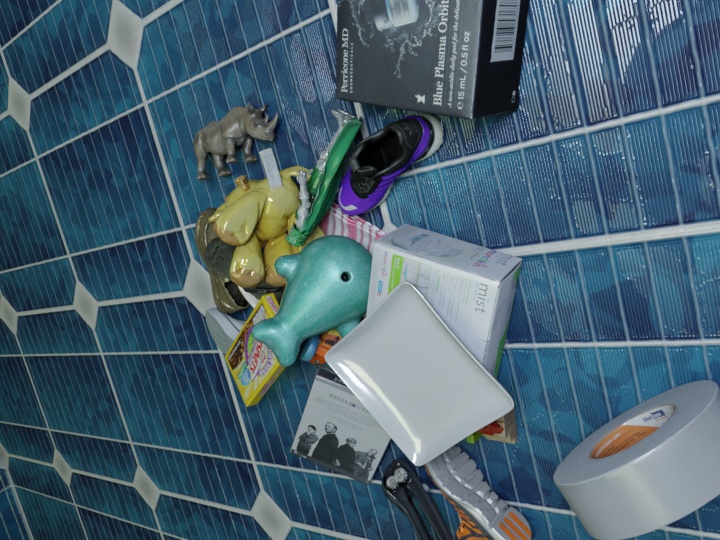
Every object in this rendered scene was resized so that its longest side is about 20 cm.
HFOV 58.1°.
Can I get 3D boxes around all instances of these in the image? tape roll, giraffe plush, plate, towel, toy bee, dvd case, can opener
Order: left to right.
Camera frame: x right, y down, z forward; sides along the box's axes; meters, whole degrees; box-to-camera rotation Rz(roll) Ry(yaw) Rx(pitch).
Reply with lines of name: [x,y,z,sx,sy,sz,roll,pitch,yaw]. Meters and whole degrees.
giraffe plush: [-0.156,-0.083,0.993,0.162,0.172,0.201,16,108,61]
toy bee: [-0.038,0.104,1.011,0.200,0.131,0.109,10,75,54]
dvd case: [-0.025,0.260,1.061,0.150,0.025,0.201,22,126,3]
towel: [0.000,0.000,0.986,0.200,0.030,0.147,33,125,26]
plate: [0.072,0.134,0.836,0.200,0.032,0.200,49,130,6]
can opener: [0.094,0.371,0.995,0.079,0.063,0.200,49,178,-39]
tape roll: [0.307,0.198,0.688,0.200,0.200,0.066,-42,77,41]

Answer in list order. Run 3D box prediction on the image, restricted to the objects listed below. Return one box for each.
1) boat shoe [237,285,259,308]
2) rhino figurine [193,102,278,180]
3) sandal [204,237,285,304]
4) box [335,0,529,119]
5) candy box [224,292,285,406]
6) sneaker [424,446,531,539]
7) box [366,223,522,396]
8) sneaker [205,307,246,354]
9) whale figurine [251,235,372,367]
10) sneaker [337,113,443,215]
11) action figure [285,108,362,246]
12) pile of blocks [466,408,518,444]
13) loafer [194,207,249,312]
boat shoe: [-0.151,0.041,1.108,0.069,0.071,0.201,-27,94,22]
rhino figurine: [-0.203,-0.217,1.054,0.199,0.060,0.088,-17,84,39]
sandal: [-0.170,0.009,1.049,0.199,0.043,0.076,21,95,14]
box: [0.081,-0.290,0.751,0.199,0.117,0.198,19,118,35]
candy box: [-0.163,0.133,1.048,0.102,0.026,0.200,59,138,20]
sneaker: [0.152,0.353,0.962,0.200,0.077,0.112,47,139,27]
box: [0.103,0.063,0.864,0.176,0.097,0.201,18,118,25]
sneaker: [-0.213,0.122,1.186,0.200,0.071,0.073,33,131,39]
whale figurine: [-0.057,0.039,0.899,0.159,0.200,0.104,47,163,-8]
sneaker: [0.013,-0.139,0.873,0.200,0.099,0.070,-41,77,41]
action figure: [-0.056,-0.122,0.895,0.054,0.118,0.201,26,107,4]
pile of blocks: [0.128,0.196,0.931,0.199,0.062,0.082,28,122,30]
loafer: [-0.234,-0.016,1.152,0.067,0.076,0.201,8,121,37]
